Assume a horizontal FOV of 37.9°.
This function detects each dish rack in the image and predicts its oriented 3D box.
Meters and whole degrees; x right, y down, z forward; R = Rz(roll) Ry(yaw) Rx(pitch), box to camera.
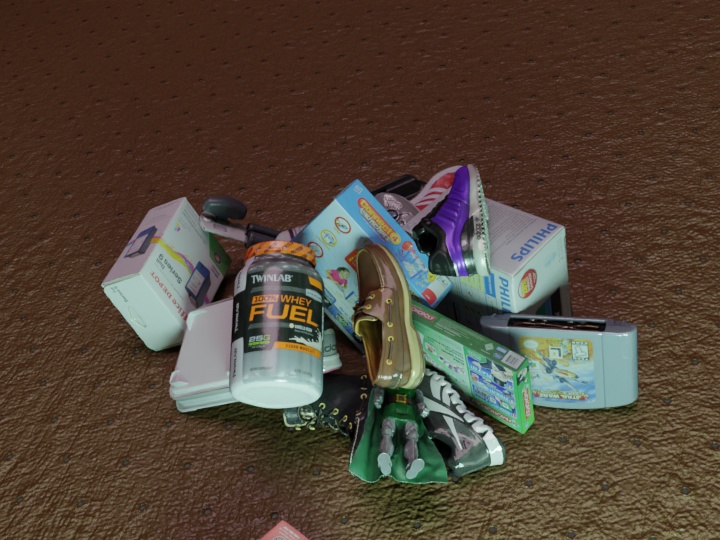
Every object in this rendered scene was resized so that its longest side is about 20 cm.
[{"bbox_3d":[-0.196,0.107,1.490,0.200,0.044,0.172,-15,51,38],"label":"dish rack"}]

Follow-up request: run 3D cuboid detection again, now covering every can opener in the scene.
[{"bbox_3d":[-0.165,-0.067,1.707,0.199,0.067,0.053,16,32,-19],"label":"can opener"}]

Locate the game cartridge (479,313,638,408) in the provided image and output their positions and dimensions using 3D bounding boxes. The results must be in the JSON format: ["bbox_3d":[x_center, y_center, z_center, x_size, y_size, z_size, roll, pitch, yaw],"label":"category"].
[{"bbox_3d":[0.259,0.120,1.363,0.199,0.134,0.042,2,31,20],"label":"game cartridge"}]

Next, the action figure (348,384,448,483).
[{"bbox_3d":[0.048,0.184,1.303,0.118,0.055,0.200,11,28,-5],"label":"action figure"}]

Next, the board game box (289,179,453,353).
[{"bbox_3d":[0.000,0.000,1.475,0.056,0.200,0.196,-45,4,-38],"label":"board game box"}]

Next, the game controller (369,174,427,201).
[{"bbox_3d":[0.026,-0.110,1.799,0.200,0.042,0.104,-26,30,-17],"label":"game controller"}]

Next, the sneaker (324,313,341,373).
[{"bbox_3d":[-0.088,0.089,1.504,0.074,0.088,0.200,-6,9,-27],"label":"sneaker"}]

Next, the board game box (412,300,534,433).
[{"bbox_3d":[0.135,0.123,1.378,0.200,0.135,0.029,27,60,32],"label":"board game box"}]

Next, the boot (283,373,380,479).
[{"bbox_3d":[-0.029,0.199,1.394,0.150,0.073,0.200,1,35,15],"label":"boot"}]

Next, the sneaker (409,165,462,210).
[{"bbox_3d":[0.135,-0.095,1.731,0.200,0.071,0.112,-39,40,-20],"label":"sneaker"}]

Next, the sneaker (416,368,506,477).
[{"bbox_3d":[0.098,0.198,1.365,0.090,0.067,0.200,-25,41,-20],"label":"sneaker"}]

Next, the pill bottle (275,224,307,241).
[{"bbox_3d":[-0.068,-0.020,1.658,0.199,0.113,0.112,-17,37,-5],"label":"pill bottle"}]

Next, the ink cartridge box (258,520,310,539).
[{"bbox_3d":[-0.118,0.390,1.177,0.200,0.068,0.116,-35,42,-30],"label":"ink cartridge box"}]

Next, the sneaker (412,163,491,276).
[{"bbox_3d":[0.116,-0.067,1.376,0.099,0.070,0.200,-10,40,12],"label":"sneaker"}]

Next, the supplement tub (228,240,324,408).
[{"bbox_3d":[-0.108,0.070,1.373,0.122,0.123,0.201,-5,67,10],"label":"supplement tub"}]

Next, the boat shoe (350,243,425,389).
[{"bbox_3d":[0.024,0.055,1.331,0.067,0.072,0.201,0,63,-29],"label":"boat shoe"}]

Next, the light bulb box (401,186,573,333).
[{"bbox_3d":[0.180,0.015,1.470,0.200,0.199,0.125,25,53,38],"label":"light bulb box"}]

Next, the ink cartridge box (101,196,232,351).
[{"bbox_3d":[-0.301,0.005,1.653,0.087,0.145,0.200,-16,32,30],"label":"ink cartridge box"}]

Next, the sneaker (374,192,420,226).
[{"bbox_3d":[0.069,-0.051,1.626,0.075,0.082,0.200,-41,57,15],"label":"sneaker"}]
